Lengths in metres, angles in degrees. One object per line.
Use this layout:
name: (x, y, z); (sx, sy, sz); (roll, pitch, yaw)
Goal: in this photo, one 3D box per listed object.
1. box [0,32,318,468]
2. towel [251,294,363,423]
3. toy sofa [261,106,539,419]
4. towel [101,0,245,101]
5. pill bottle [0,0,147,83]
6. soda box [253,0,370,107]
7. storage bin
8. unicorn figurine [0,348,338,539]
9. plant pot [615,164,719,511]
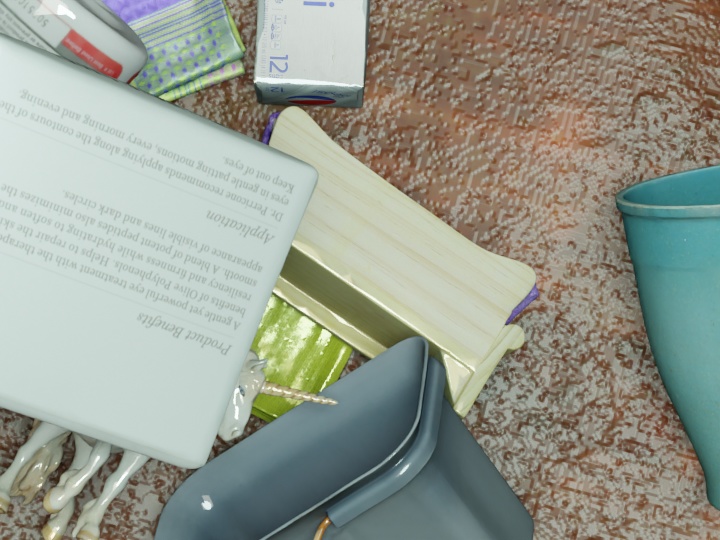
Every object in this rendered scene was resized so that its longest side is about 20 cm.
box: (-0.170, -0.023, 1.290); (0.198, 0.200, 0.172); (21, 90, -30)
towel: (-0.101, 0.018, 1.489); (0.199, 0.018, 0.086); (28, 84, 1)
toy sofa: (0.000, 0.000, 1.453); (0.199, 0.083, 0.098); (34, 74, -3)
towel: (-0.166, -0.191, 1.510); (0.143, 0.023, 0.201); (-20, 84, -5)
pill bottle: (-0.226, -0.086, 1.437); (0.114, 0.114, 0.200); (41, 96, 3)
soda box: (-0.026, -0.202, 1.496); (0.068, 0.063, 0.201); (2, 83, -1)
storage bin: (-0.002, 0.159, 1.384); (0.200, 0.146, 0.134); (-34, 111, 22)
unicorn figurine: (-0.134, 0.091, 1.403); (0.138, 0.199, 0.074); (-57, 132, -20)
plant pot: (0.256, 0.038, 1.422); (0.199, 0.200, 0.189); (-8, 99, -3)
